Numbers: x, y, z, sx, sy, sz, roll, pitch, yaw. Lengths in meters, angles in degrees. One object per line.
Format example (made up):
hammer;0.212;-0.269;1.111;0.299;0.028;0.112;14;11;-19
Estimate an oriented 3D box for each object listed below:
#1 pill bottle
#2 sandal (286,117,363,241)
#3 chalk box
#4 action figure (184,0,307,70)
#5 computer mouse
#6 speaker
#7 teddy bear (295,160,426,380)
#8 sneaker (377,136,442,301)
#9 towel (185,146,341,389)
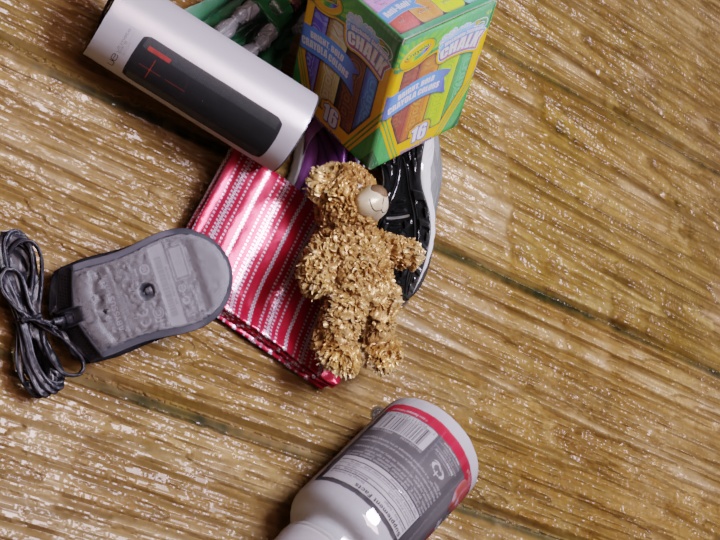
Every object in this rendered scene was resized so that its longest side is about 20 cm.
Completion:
pill bottle;0.008;0.210;1.394;0.200;0.110;0.111;-40;103;-39
sandal;-0.023;-0.116;1.506;0.082;0.050;0.204;25;63;-32
chalk box;0.031;-0.218;1.426;0.124;0.201;0.124;-28;61;-33
action figure;-0.085;-0.245;1.496;0.118;0.055;0.200;50;48;-13
computer mouse;-0.204;0.019;1.319;0.199;0.053;0.140;-13;88;-26
speaker;-0.139;-0.171;1.380;0.199;0.081;0.082;32;58;-13
teddy bear;0.000;0.000;1.426;0.144;0.067;0.202;18;75;-31
sneaker;0.050;-0.067;1.540;0.079;0.073;0.202;28;64;-62
towel;-0.069;-0.001;1.435;0.200;0.022;0.145;36;68;-25
